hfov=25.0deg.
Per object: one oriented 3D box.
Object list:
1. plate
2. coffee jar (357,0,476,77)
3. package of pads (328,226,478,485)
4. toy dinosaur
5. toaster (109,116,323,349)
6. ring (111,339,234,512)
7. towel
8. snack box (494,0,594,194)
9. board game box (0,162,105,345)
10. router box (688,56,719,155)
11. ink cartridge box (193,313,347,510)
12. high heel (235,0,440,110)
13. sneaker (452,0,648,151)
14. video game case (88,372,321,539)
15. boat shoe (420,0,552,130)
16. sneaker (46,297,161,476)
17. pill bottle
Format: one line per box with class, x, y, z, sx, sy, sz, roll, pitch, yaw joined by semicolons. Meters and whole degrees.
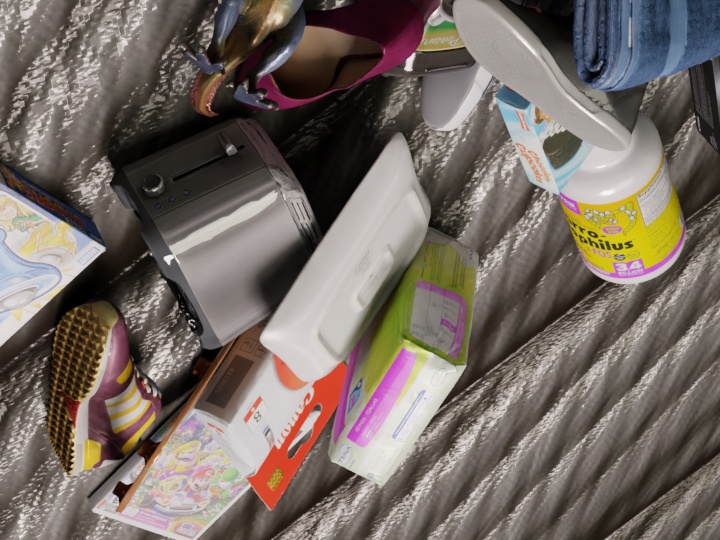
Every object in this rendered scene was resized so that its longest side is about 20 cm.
plate;0.000;0.000;1.351;0.200;0.032;0.200;-56;165;-7
coffee jar;0.063;-0.241;1.216;0.104;0.085;0.201;-12;137;-33
package of pads;0.041;0.068;1.440;0.068;0.200;0.155;26;120;-8
toy dinosaur;-0.066;-0.218;1.160;0.105;0.200;0.182;30;73;-28
toaster;-0.105;-0.028;1.306;0.129;0.114;0.200;-30;142;-6
ring;-0.157;0.120;1.398;0.019;0.201;0.201;33;116;-3
towel;0.221;-0.198;1.197;0.200;0.048;0.112;-22;113;-51
snack box;0.194;-0.175;1.347;0.200;0.037;0.116;-52;144;-15
board game box;-0.316;0.010;1.268;0.200;0.035;0.135;-42;140;11
router box;0.374;-0.214;1.469;0.157;0.052;0.200;-28;140;-5
ink cartridge box;-0.060;0.117;1.470;0.163;0.050;0.200;-57;145;-22
high heel;-0.035;-0.154;1.191;0.199;0.096;0.068;-27;106;38
sneaker;0.152;-0.182;1.237;0.200;0.071;0.100;34;75;-34
video game case;-0.147;0.180;1.564;0.200;0.018;0.143;-45;138;14
boat shoe;0.115;-0.198;1.311;0.067;0.072;0.201;6;120;-35
sneaker;-0.213;0.092;1.399;0.090;0.075;0.201;-14;144;-32
pill bottle;0.229;-0.081;1.472;0.104;0.104;0.200;-31;140;0
